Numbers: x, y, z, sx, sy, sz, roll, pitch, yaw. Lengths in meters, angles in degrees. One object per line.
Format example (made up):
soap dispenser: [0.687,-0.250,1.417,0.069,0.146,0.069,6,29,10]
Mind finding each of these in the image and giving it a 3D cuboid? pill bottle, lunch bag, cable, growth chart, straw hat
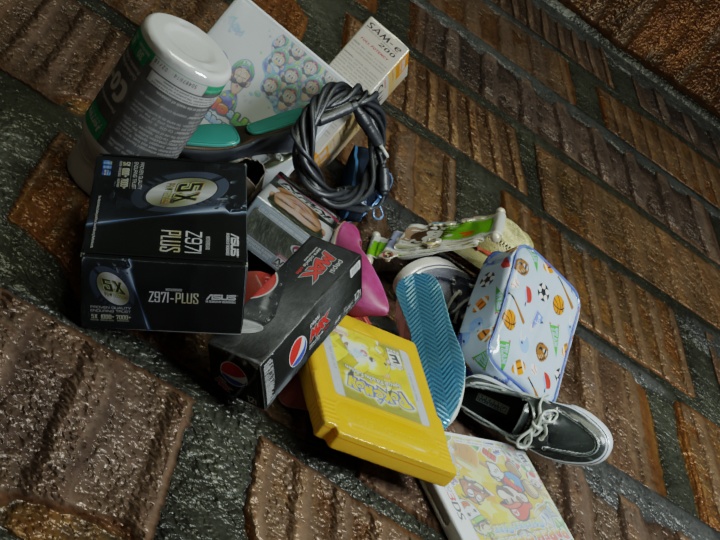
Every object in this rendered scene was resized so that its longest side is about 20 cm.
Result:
pill bottle: [-0.238,-0.173,1.534,0.112,0.201,0.114,30,26,-16]
lunch bag: [0.204,0.082,1.764,0.160,0.075,0.202,42,54,-30]
cable: [-0.019,-0.159,1.760,0.050,0.166,0.199,9,-1,36]
growth chart: [0.101,-0.046,1.844,0.145,0.197,0.018,-89,168,-72]
straw hat: [0.189,-0.029,1.915,0.200,0.086,0.201,34,-1,1]

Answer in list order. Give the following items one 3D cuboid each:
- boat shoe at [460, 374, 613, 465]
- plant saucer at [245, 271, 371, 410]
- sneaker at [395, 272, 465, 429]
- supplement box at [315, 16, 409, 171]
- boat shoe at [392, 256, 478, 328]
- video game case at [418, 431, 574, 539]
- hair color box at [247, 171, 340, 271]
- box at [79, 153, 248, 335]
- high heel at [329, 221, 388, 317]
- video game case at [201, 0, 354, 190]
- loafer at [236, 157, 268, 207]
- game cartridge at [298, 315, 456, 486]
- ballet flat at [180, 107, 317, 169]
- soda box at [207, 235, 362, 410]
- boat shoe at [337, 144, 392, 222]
boat shoe: [0.204,0.178,1.646,0.198,0.074,0.068,28,7,12]
plant saucer: [-0.042,0.080,1.578,0.198,0.037,0.201,15,35,-42]
sneaker: [0.085,0.105,1.653,0.075,0.081,0.202,-7,55,3]
supplement box: [-0.023,-0.231,1.879,0.073,0.200,0.126,40,-5,5]
boat shoe: [0.133,0.044,1.820,0.199,0.075,0.093,11,29,-46]
video game case: [0.150,0.259,1.556,0.198,0.023,0.183,16,34,-40]
hair color box: [-0.087,-0.053,1.657,0.099,0.061,0.200,37,13,-4]
box: [-0.197,-0.030,1.416,0.161,0.087,0.201,4,34,-7]
high heel: [0.000,0.000,1.631,0.095,0.068,0.200,24,15,0]
video game case: [-0.137,-0.228,1.801,0.199,0.183,0.024,39,-5,2]
loafer: [-0.167,-0.093,1.648,0.073,0.071,0.200,37,25,-3]
game cartridge: [0.010,0.128,1.491,0.175,0.033,0.201,23,29,-31]
ballet flat: [-0.148,-0.154,1.749,0.197,0.074,0.073,-11,43,-11]
soda box: [-0.075,0.050,1.442,0.070,0.064,0.200,20,44,23]
boat shoe: [0.013,-0.124,1.923,0.068,0.085,0.201,22,30,-7]
